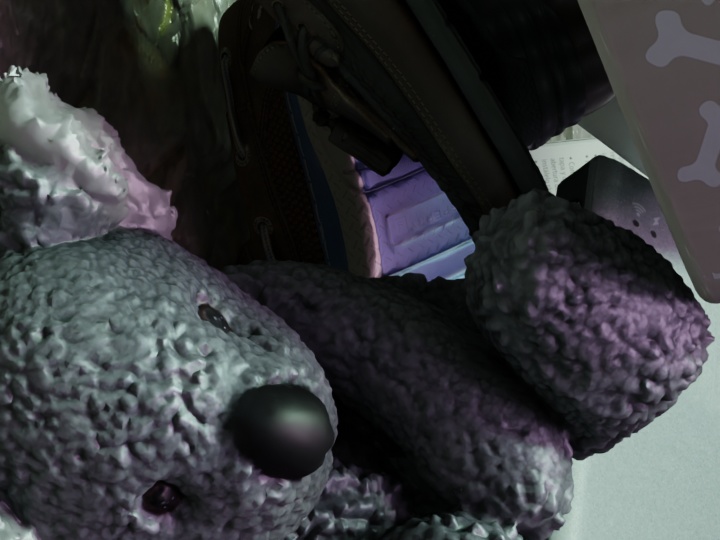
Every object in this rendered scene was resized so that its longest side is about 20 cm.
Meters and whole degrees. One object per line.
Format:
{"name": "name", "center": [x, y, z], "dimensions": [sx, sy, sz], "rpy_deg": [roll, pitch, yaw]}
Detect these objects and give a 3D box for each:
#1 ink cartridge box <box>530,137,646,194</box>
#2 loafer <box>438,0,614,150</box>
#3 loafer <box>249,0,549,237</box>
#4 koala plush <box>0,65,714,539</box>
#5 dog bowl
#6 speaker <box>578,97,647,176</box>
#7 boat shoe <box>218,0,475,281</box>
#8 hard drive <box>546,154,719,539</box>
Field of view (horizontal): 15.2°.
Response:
{"name": "ink cartridge box", "center": [0.128, 0.045, 1.010], "dimensions": [0.045, 0.175, 0.201], "rpy_deg": [94, -11, -71]}
{"name": "loafer", "center": [0.042, -0.109, 0.903], "dimensions": [0.200, 0.072, 0.073], "rpy_deg": [-122, -165, -47]}
{"name": "loafer", "center": [-0.020, -0.085, 0.791], "dimensions": [0.201, 0.063, 0.072], "rpy_deg": [56, 0, -2]}
{"name": "koala plush", "center": [-0.043, 0.049, 0.729], "dimensions": [0.199, 0.183, 0.178], "rpy_deg": [21, 79, -42]}
{"name": "dog bowl", "center": [0.087, -0.082, 0.731], "dimensions": [0.200, 0.058, 0.201], "rpy_deg": [-22, 90, -83]}
{"name": "speaker", "center": [0.092, -0.090, 0.965], "dimensions": [0.200, 0.081, 0.082], "rpy_deg": [45, -20, 54]}
{"name": "boat shoe", "center": [0.000, 0.000, 0.880], "dimensions": [0.072, 0.072, 0.201], "rpy_deg": [-17, 101, -42]}
{"name": "hard drive", "center": [0.114, 0.075, 0.896], "dimensions": [0.139, 0.033, 0.201], "rpy_deg": [30, 48, -23]}
